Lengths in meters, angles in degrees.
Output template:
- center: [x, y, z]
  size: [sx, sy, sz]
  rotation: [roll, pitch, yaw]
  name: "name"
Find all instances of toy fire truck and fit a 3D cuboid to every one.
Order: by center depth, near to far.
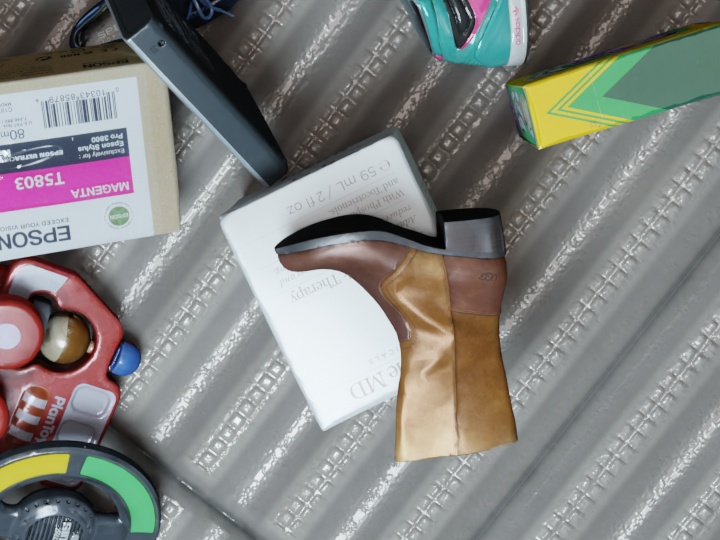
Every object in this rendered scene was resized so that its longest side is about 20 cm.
- center: [-0.296, 0.093, 1.335]
  size: [0.167, 0.112, 0.201]
  rotation: [22, 99, -25]
  name: "toy fire truck"

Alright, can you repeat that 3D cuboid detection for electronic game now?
- center: [-0.282, 0.234, 1.334]
  size: [0.199, 0.042, 0.201]
  rotation: [-9, 127, -12]
  name: "electronic game"

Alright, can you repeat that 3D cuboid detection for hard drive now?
- center: [-0.141, -0.171, 1.222]
  size: [0.033, 0.140, 0.200]
  rotation: [-37, 133, 7]
  name: "hard drive"

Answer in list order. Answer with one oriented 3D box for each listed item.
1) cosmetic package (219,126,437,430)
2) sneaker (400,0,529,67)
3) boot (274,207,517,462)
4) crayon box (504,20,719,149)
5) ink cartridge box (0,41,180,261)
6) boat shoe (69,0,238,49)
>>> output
- center: [0.000, 0.000, 1.272]
  size: [0.167, 0.166, 0.201]
  rotation: [-26, 97, 5]
  name: "cosmetic package"
- center: [0.077, -0.274, 1.280]
  size: [0.120, 0.084, 0.201]
  rotation: [-9, 98, -6]
  name: "sneaker"
- center: [0.030, 0.055, 1.176]
  size: [0.187, 0.068, 0.201]
  rotation: [-5, 105, -6]
  name: "boot"
- center: [0.217, -0.157, 1.226]
  size: [0.172, 0.200, 0.059]
  rotation: [-18, 97, 4]
  name: "crayon box"
- center: [-0.264, -0.104, 1.266]
  size: [0.199, 0.075, 0.166]
  rotation: [-11, 117, -14]
  name: "ink cartridge box"
- center: [-0.168, -0.239, 1.296]
  size: [0.200, 0.069, 0.084]
  rotation: [-37, 95, 6]
  name: "boat shoe"
